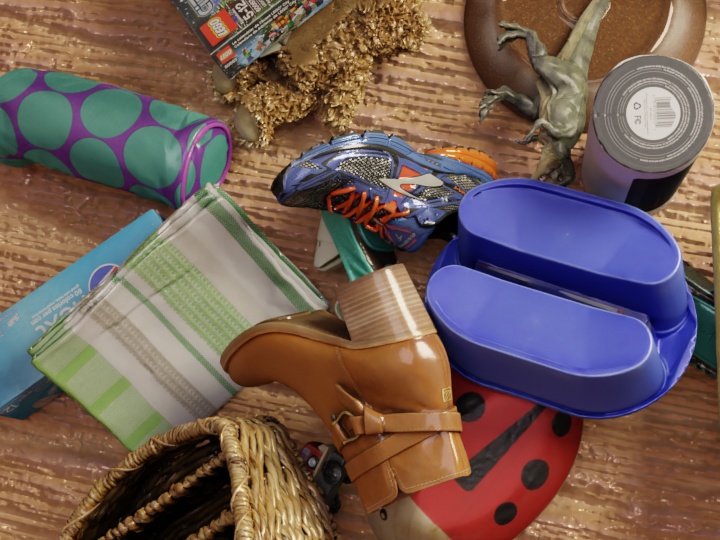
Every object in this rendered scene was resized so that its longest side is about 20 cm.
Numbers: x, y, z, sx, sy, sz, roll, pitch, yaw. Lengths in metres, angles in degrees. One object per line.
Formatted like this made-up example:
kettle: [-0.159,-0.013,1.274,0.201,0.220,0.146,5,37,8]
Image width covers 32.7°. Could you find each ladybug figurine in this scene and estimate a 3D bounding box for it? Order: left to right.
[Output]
ladybug figurine: [0.088,0.137,0.916,0.136,0.072,0.200,43,87,1]

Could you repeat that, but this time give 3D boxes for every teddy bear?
teddy bear: [-0.035,-0.180,1.025,0.200,0.067,0.145,-46,57,-1]

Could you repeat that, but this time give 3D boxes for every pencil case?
pencil case: [-0.210,-0.107,1.025,0.199,0.093,0.085,17,47,16]

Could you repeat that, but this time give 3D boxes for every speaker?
speaker: [0.202,-0.091,0.888,0.081,0.200,0.082,-1,83,8]

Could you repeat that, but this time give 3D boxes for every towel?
towel: [-0.140,0.048,0.966,0.200,0.031,0.149,-42,113,2]

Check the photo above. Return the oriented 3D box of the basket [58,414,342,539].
basket: [-0.142,0.193,0.893,0.199,0.149,0.143,-35,74,21]

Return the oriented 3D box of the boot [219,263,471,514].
boot: [-0.016,0.099,0.882,0.199,0.073,0.156,-26,80,44]

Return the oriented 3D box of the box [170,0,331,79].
box: [-0.107,-0.269,1.034,0.136,0.038,0.200,-37,56,1]

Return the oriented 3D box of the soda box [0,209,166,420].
soda box: [-0.225,0.038,1.008,0.199,0.064,0.068,-35,75,2]

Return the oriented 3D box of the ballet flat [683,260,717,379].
ballet flat: [0.221,0.012,0.933,0.200,0.074,0.074,43,88,16]

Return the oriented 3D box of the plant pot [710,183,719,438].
plant pot: [0.378,0.031,0.825,0.199,0.195,0.196,9,76,-31]

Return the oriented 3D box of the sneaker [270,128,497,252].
sneaker: [0.026,-0.055,0.929,0.199,0.075,0.079,2,67,-28]

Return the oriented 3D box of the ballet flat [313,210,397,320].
ballet flat: [0.000,0.000,0.978,0.070,0.067,0.201,-29,72,21]

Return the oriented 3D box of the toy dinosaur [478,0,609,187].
toy dinosaur: [0.143,-0.148,0.957,0.087,0.047,0.201,14,76,13]

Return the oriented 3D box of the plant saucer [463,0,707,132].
plant saucer: [0.182,-0.214,1.002,0.199,0.037,0.202,-2,79,9]

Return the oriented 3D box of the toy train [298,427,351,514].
toy train: [-0.030,0.156,0.944,0.046,0.034,0.201,31,101,31]

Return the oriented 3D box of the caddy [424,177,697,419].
caddy: [0.139,0.021,0.874,0.199,0.105,0.142,18,71,19]
